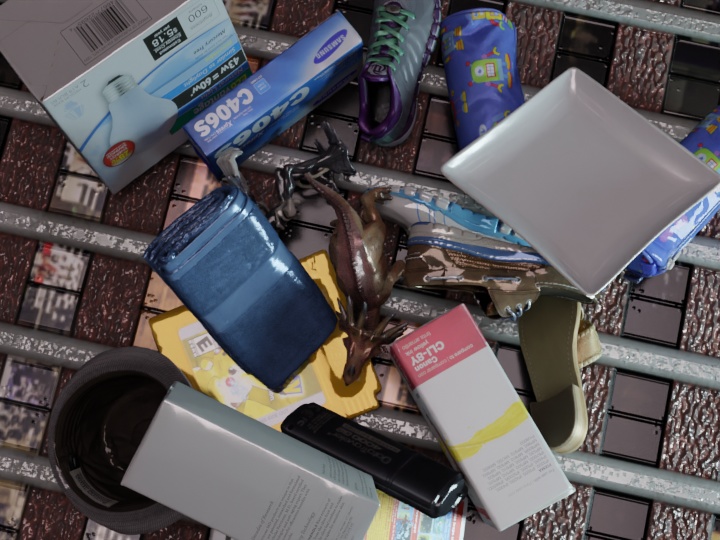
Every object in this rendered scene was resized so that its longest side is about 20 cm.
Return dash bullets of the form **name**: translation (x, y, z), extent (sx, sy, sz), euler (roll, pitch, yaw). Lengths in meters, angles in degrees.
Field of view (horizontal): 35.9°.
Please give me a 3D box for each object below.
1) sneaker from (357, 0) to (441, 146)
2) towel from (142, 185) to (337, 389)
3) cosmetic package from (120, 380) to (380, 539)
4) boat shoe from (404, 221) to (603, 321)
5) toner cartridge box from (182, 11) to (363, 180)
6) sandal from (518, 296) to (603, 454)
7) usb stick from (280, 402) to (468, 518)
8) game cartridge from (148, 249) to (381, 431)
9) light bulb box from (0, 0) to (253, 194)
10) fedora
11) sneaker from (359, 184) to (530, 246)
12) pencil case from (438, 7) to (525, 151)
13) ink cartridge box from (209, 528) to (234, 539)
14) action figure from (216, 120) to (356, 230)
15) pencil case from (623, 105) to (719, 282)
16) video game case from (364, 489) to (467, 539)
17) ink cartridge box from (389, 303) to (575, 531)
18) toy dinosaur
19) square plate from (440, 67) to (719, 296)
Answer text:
- **sneaker**: translation (0.036, -0.227, 1.144), extent (0.074, 0.088, 0.200), euler (8, 99, 14)
- **towel**: translation (-0.109, 0.017, 1.065), extent (0.112, 0.049, 0.200), euler (-42, 126, -9)
- **cosmetic package**: translation (-0.091, 0.178, 0.947), extent (0.200, 0.108, 0.085), euler (26, 91, -3)
- **boat shoe**: translation (0.138, 0.012, 1.086), extent (0.200, 0.072, 0.072), euler (14, 80, -1)
- **toner cartridge box**: translation (-0.087, -0.180, 1.162), extent (0.200, 0.095, 0.043), euler (-38, 83, -6)
- **sandal**: translation (0.213, 0.091, 1.130), extent (0.070, 0.078, 0.212), euler (27, 51, -35)
- **usb stick**: translation (0.010, 0.177, 1.049), extent (0.200, 0.033, 0.055), euler (21, 42, 35)
- **game cartridge**: translation (-0.096, 0.094, 1.145), extent (0.200, 0.032, 0.176), euler (-23, 81, -3)
- **light bulb box**: translation (-0.230, -0.211, 1.104), extent (0.198, 0.200, 0.125), euler (-37, 68, -6)
- **fedora**: translation (-0.207, 0.161, 1.085), extent (0.200, 0.090, 0.177), euler (-27, 81, 24)
- **sneaker**: translation (0.088, -0.027, 1.147), extent (0.200, 0.075, 0.087), euler (20, 86, 4)
- **pencil case**: translation (0.138, -0.175, 1.167), extent (0.087, 0.078, 0.200), euler (-11, 80, 8)
- **ink cartridge box**: translation (-0.112, 0.265, 1.060), extent (0.068, 0.116, 0.200), euler (10, 92, -5)
- **action figure**: translation (-0.109, -0.073, 1.137), extent (0.200, 0.119, 0.102), euler (-36, 91, -15)
- **pencil case**: translation (0.334, -0.079, 1.142), extent (0.200, 0.078, 0.087), euler (-44, 67, -7)
- **video game case**: translation (0.013, 0.277, 1.064), extent (0.200, 0.017, 0.143), euler (15, 78, -32)
- **ink cartridge box**: translation (0.111, 0.144, 1.076), extent (0.083, 0.145, 0.200), euler (-30, 81, -4)
- **toy dinosaur**: translation (0.000, 0.000, 1.083), extent (0.086, 0.136, 0.200), euler (-13, 114, 23)
- **square plate**: translation (0.214, -0.089, 1.084), extent (0.200, 0.028, 0.198), euler (-38, 67, -21)
